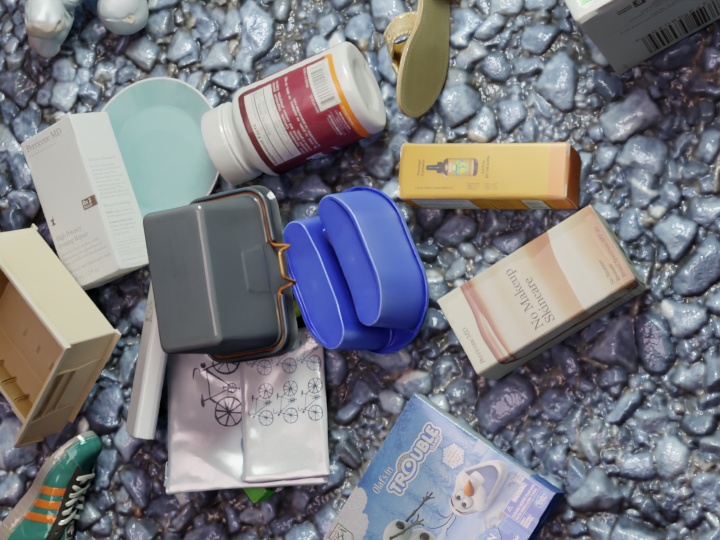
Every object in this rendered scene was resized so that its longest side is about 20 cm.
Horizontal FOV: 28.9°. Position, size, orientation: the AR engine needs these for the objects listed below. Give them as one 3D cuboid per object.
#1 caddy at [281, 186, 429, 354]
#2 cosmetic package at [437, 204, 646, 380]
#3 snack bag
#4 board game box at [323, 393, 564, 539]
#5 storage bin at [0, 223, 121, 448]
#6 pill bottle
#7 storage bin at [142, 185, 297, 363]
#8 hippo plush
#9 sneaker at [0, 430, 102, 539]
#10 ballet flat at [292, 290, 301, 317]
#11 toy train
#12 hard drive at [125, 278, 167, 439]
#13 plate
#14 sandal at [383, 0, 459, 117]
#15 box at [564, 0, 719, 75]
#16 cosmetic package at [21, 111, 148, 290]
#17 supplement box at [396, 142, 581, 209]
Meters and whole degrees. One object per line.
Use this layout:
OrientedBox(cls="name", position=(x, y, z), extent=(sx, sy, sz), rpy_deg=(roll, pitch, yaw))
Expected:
OrientedBox(cls="caddy", position=(0.000, 0.000, 1.607), extent=(0.141, 0.105, 0.200), rpy_deg=(-33, 71, 37))
OrientedBox(cls="cosmetic package", position=(0.199, 0.026, 1.532), extent=(0.200, 0.087, 0.104), rpy_deg=(-34, 73, 13))
OrientedBox(cls="snack bag", position=(-0.137, 0.163, 1.641), extent=(0.199, 0.021, 0.189), rpy_deg=(-5, 71, 6))
OrientedBox(cls="board game box", position=(0.090, 0.275, 1.561), extent=(0.199, 0.043, 0.200), rpy_deg=(33, 95, 23))
OrientedBox(cls="storage bin", position=(-0.419, 0.081, 1.730), extent=(0.200, 0.094, 0.199), rpy_deg=(48, 125, 20))
OrientedBox(cls="pill bottle", position=(-0.080, -0.181, 1.658), extent=(0.200, 0.114, 0.114), rpy_deg=(-22, 75, 17))
OrientedBox(cls="storage bin", position=(-0.159, 0.007, 1.573), extent=(0.145, 0.134, 0.201), rpy_deg=(-10, 88, 27))
OrientedBox(cls="hippo plush", position=(-0.348, -0.375, 1.799), extent=(0.160, 0.159, 0.201), rpy_deg=(-2, 97, -9))
OrientedBox(cls="sneaker", position=(-0.370, 0.291, 1.728), extent=(0.080, 0.071, 0.200), rpy_deg=(41, 102, 17))
OrientedBox(cls="ballet flat", position=(-0.153, 0.008, 1.683), extent=(0.200, 0.067, 0.067), rpy_deg=(17, 90, 23))
OrientedBox(cls="toy train", position=(-0.159, 0.191, 1.674), extent=(0.056, 0.042, 0.200), rpy_deg=(-46, 69, 21))
OrientedBox(cls="hard drive", position=(-0.249, 0.098, 1.679), extent=(0.027, 0.132, 0.201), rpy_deg=(10, 85, -13))
OrientedBox(cls="plate", position=(-0.258, -0.144, 1.769), extent=(0.200, 0.026, 0.201), rpy_deg=(-4, 80, 21))
OrientedBox(cls="sandal", position=(0.062, -0.279, 1.651), extent=(0.070, 0.078, 0.212), rpy_deg=(7, 78, 42))
OrientedBox(cls="box", position=(0.304, -0.349, 1.487), extent=(0.199, 0.200, 0.172), rpy_deg=(-28, 71, 16))
OrientedBox(cls="cosmetic package", position=(-0.337, -0.085, 1.734), extent=(0.102, 0.074, 0.201), rpy_deg=(-23, 87, 35))
OrientedBox(cls="supplement box", position=(0.145, -0.106, 1.586), extent=(0.199, 0.069, 0.067), rpy_deg=(2, 82, 20))
